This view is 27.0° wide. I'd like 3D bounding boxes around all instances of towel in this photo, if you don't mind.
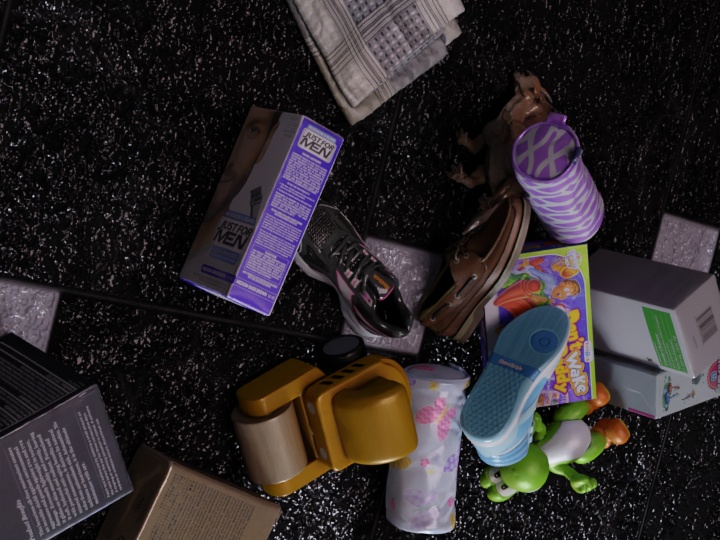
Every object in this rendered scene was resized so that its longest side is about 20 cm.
[{"bbox_3d":[0.019,-0.290,1.650,0.192,0.034,0.201,-42,123,-22],"label":"towel"}]

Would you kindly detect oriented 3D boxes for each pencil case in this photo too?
[{"bbox_3d":[0.230,-0.103,1.732,0.200,0.083,0.086,54,51,-63],"label":"pencil case"},{"bbox_3d":[0.082,0.212,1.783,0.090,0.083,0.202,0,100,-23],"label":"pencil case"}]

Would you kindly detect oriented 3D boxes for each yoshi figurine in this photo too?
[{"bbox_3d":[0.244,0.224,1.878,0.199,0.112,0.113,-31,136,-18],"label":"yoshi figurine"}]

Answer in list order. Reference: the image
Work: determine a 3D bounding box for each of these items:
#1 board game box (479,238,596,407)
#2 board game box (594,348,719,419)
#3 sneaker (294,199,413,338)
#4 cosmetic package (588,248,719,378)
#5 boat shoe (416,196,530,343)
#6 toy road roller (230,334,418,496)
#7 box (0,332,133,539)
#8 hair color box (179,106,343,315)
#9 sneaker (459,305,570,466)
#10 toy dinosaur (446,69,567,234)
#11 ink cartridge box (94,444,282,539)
[{"bbox_3d":[0.214,0.066,1.838,0.133,0.045,0.202,-8,107,-6],"label":"board game box"},{"bbox_3d":[0.404,0.125,1.964,0.199,0.147,0.065,-16,109,-32],"label":"board game box"},{"bbox_3d":[0.000,0.000,1.671,0.081,0.086,0.200,-52,125,-17],"label":"sneaker"},{"bbox_3d":[0.357,0.051,1.878,0.085,0.199,0.108,-36,117,-26],"label":"cosmetic package"},{"bbox_3d":[0.130,-0.004,1.738,0.067,0.072,0.201,21,116,-12],"label":"boat shoe"},{"bbox_3d":[-0.028,0.165,1.651,0.199,0.145,0.124,-27,115,-29],"label":"toy road roller"},{"bbox_3d":[-0.351,0.173,1.379,0.197,0.199,0.124,-27,116,-28],"label":"box"},{"bbox_3d":[-0.105,-0.064,1.563,0.065,0.109,0.202,27,84,-36],"label":"hair color box"},{"bbox_3d":[0.190,0.145,1.802,0.200,0.079,0.131,-52,151,-20],"label":"sneaker"},{"bbox_3d":[0.183,-0.133,1.783,0.135,0.085,0.202,-3,108,-43],"label":"toy dinosaur"},{"bbox_3d":[-0.200,0.309,1.601,0.164,0.075,0.201,31,81,-39],"label":"ink cartridge box"}]
